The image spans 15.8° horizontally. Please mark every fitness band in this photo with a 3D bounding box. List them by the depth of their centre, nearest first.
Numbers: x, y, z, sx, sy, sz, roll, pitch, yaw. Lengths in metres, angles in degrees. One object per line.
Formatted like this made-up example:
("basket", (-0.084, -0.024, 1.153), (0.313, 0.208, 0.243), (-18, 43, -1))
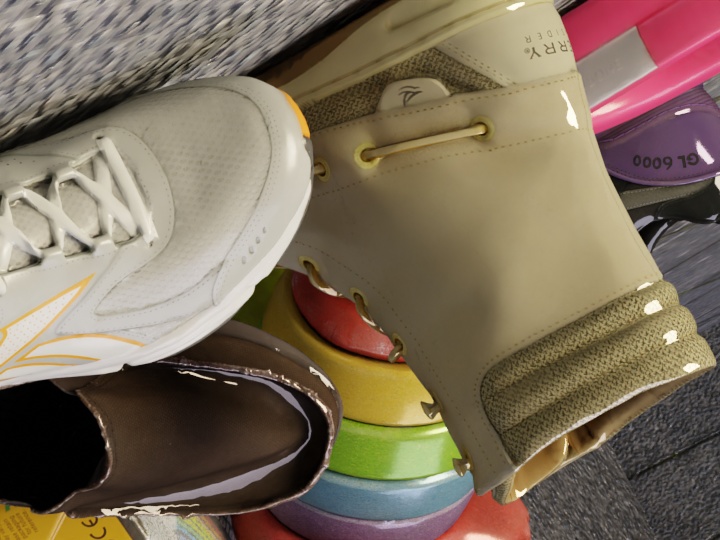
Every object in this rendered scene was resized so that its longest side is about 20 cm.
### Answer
("fitness band", (0.135, -0.101, 1.012), (0.200, 0.038, 0.143), (-29, 175, 29))

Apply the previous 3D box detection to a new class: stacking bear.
("stacking bear", (0.012, 0.029, 1.018), (0.121, 0.114, 0.201), (-28, 141, -40))

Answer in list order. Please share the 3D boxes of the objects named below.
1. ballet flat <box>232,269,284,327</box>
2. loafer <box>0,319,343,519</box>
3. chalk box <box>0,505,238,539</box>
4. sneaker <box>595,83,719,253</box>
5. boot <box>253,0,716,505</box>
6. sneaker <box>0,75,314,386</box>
("ballet flat", (0.000, 0.000, 1.113), (0.067, 0.067, 0.200), (-21, 171, -42))
("loafer", (-0.093, 0.059, 0.881), (0.199, 0.071, 0.073), (5, 117, -27))
("chalk box", (-0.123, 0.104, 1.070), (0.123, 0.125, 0.200), (-28, -160, 10))
("sneaker", (0.084, -0.017, 1.203), (0.200, 0.088, 0.076), (-29, 172, 27))
("boot", (0.006, 0.009, 0.843), (0.200, 0.156, 0.073), (-29, 172, 28))
("sneaker", (-0.106, 0.000, 0.741), (0.199, 0.076, 0.092), (-27, 168, 0))
